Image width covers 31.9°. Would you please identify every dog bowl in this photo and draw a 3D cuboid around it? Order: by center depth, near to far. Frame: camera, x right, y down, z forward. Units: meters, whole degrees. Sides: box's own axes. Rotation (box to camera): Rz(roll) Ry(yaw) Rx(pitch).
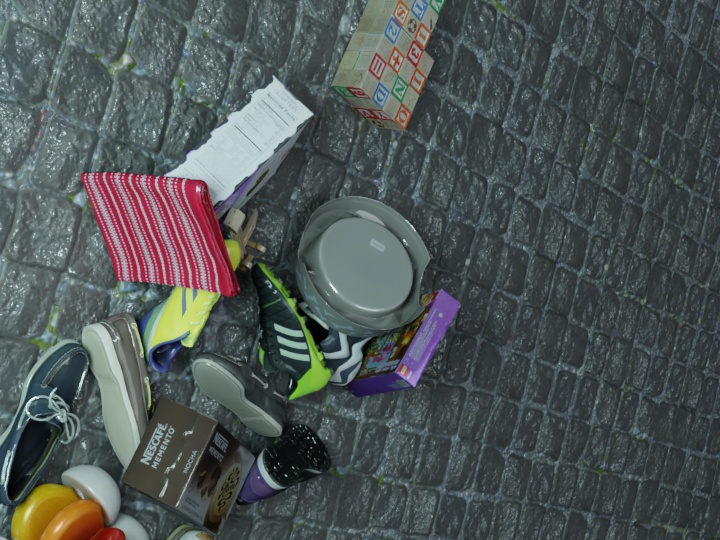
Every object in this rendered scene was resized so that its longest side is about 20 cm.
[{"bbox_3d":[0.000,0.000,1.719,0.198,0.059,0.202,14,58,-22],"label":"dog bowl"}]

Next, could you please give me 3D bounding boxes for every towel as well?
[{"bbox_3d":[-0.228,-0.041,1.422,0.022,0.198,0.146,-41,126,-42],"label":"towel"}]

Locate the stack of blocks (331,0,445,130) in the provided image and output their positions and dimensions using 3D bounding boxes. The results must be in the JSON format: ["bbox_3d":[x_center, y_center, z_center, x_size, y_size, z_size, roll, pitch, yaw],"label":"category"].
[{"bbox_3d":[0.048,-0.314,1.772,0.115,0.058,0.202,36,72,-46],"label":"stack of blocks"}]

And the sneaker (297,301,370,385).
[{"bbox_3d":[-0.028,0.050,1.753,0.201,0.079,0.129,-61,145,-5],"label":"sneaker"}]

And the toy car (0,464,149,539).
[{"bbox_3d":[-0.314,0.338,1.449,0.175,0.149,0.201,-46,129,-32],"label":"toy car"}]

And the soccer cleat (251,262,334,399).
[{"bbox_3d":[-0.105,0.084,1.653,0.080,0.068,0.201,-29,116,-6],"label":"soccer cleat"}]

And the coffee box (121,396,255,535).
[{"bbox_3d":[-0.206,0.242,1.542,0.114,0.079,0.200,-64,164,-16],"label":"coffee box"}]

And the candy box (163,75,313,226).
[{"bbox_3d":[-0.163,-0.114,1.502,0.071,0.168,0.200,42,60,-1],"label":"candy box"}]

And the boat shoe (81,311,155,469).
[{"bbox_3d":[-0.277,0.149,1.510,0.059,0.071,0.202,-27,113,-39],"label":"boat shoe"}]

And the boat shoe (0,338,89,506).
[{"bbox_3d":[-0.360,0.171,1.426,0.075,0.061,0.201,49,62,-39],"label":"boat shoe"}]

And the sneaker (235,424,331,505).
[{"bbox_3d":[-0.115,0.269,1.727,0.076,0.087,0.200,60,21,11],"label":"sneaker"}]

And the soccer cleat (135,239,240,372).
[{"bbox_3d":[-0.197,0.043,1.495,0.064,0.084,0.200,9,134,-46],"label":"soccer cleat"}]

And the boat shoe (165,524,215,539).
[{"bbox_3d":[-0.252,0.414,1.595,0.201,0.068,0.075,-56,133,-23],"label":"boat shoe"}]

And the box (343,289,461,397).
[{"bbox_3d":[0.052,0.105,1.773,0.039,0.200,0.138,37,68,-14],"label":"box"}]

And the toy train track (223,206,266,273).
[{"bbox_3d":[-0.143,-0.031,1.556,0.200,0.032,0.116,94,21,-74],"label":"toy train track"}]

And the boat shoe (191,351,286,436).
[{"bbox_3d":[-0.157,0.150,1.653,0.200,0.066,0.058,53,41,-46],"label":"boat shoe"}]
